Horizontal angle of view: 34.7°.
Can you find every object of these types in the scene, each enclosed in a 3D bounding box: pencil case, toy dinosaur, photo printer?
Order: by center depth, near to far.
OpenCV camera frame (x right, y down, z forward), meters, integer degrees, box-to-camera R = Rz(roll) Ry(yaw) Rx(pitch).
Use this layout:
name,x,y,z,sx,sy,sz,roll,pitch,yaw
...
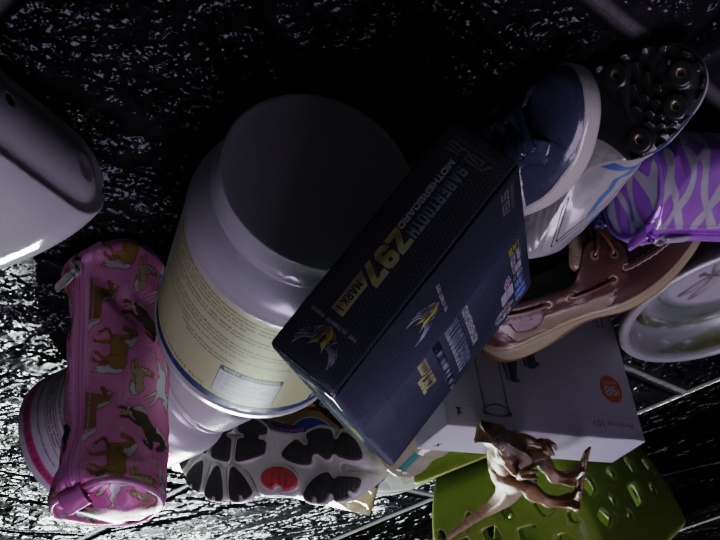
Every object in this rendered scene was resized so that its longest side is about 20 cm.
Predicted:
name,x,y,z,sx,sy,sz,roll,pitch,yaw
photo printer,-0.261,-0.061,0.678,0.164,0.070,0.200,-18,150,17
pencil case,-0.176,0.080,0.817,0.085,0.203,0.083,6,148,-21
pencil case,0.269,-0.053,0.822,0.197,0.087,0.084,0,147,-17
toy dinosaur,0.121,0.158,0.895,0.104,0.061,0.201,11,147,13

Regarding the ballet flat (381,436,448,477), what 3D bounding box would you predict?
name,x,y,z,sx,sy,sz,roll,pitch,yaw
ballet flat,0.057,0.119,0.992,0.069,0.070,0.200,-19,-170,19

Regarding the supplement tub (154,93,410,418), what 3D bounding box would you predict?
name,x,y,z,sx,sy,sz,roll,pitch,yaw
supplement tub,-0.053,-0.005,0.756,0.143,0.147,0.201,2,150,-18

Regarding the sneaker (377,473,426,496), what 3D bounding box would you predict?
name,x,y,z,sx,sy,sz,roll,pitch,yaw
sneaker,0.002,0.201,1.179,0.197,0.077,0.115,-3,176,-6

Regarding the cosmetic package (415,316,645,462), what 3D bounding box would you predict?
name,x,y,z,sx,sy,sz,roll,pitch,yaw
cosmetic package,0.127,0.073,0.942,0.197,0.153,0.052,8,148,-29

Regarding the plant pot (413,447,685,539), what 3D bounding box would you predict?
name,x,y,z,sx,sy,sz,roll,pitch,yaw
plant pot,0.179,0.224,1.155,0.199,0.184,0.198,-28,170,33

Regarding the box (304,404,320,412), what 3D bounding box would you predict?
name,x,y,z,sx,sy,sz,roll,pitch,yaw
box,0.040,0.116,1.115,0.197,0.042,0.119,-2,151,-17

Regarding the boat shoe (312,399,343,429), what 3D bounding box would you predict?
name,x,y,z,sx,sy,sz,roll,pitch,yaw
boat shoe,-0.016,0.089,0.983,0.070,0.064,0.200,-32,130,13

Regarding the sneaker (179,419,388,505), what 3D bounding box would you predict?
name,x,y,z,sx,sy,sz,roll,pitch,yaw
sneaker,-0.068,0.167,0.998,0.197,0.082,0.083,7,173,23

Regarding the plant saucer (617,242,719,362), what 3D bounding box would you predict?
name,x,y,z,sx,sy,sz,roll,pitch,yaw
plant saucer,0.307,0.010,0.974,0.197,0.051,0.201,-10,151,-6

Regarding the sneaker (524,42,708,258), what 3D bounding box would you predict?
name,x,y,z,sx,sy,sz,roll,pitch,yaw
sneaker,0.157,-0.081,0.774,0.072,0.072,0.200,-27,165,-48

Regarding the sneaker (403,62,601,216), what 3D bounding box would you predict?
name,x,y,z,sx,sy,sz,roll,pitch,yaw
sneaker,0.072,-0.067,0.752,0.083,0.076,0.200,5,149,-31

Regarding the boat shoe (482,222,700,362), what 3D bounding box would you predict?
name,x,y,z,sx,sy,sz,roll,pitch,yaw
boat shoe,0.167,-0.008,0.865,0.198,0.073,0.072,-28,137,2

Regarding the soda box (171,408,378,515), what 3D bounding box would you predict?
name,x,y,z,sx,sy,sz,roll,pitch,yaw
soda box,-0.076,0.168,1.081,0.197,0.065,0.068,13,146,2

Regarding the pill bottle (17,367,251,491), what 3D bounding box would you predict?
name,x,y,z,sx,sy,sz,roll,pitch,yaw
pill bottle,-0.182,0.111,0.964,0.198,0.115,0.113,-26,147,28

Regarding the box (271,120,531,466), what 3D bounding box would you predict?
name,x,y,z,sx,sy,sz,roll,pitch,yaw
box,0.035,0.024,0.684,0.158,0.051,0.200,-50,159,-9
